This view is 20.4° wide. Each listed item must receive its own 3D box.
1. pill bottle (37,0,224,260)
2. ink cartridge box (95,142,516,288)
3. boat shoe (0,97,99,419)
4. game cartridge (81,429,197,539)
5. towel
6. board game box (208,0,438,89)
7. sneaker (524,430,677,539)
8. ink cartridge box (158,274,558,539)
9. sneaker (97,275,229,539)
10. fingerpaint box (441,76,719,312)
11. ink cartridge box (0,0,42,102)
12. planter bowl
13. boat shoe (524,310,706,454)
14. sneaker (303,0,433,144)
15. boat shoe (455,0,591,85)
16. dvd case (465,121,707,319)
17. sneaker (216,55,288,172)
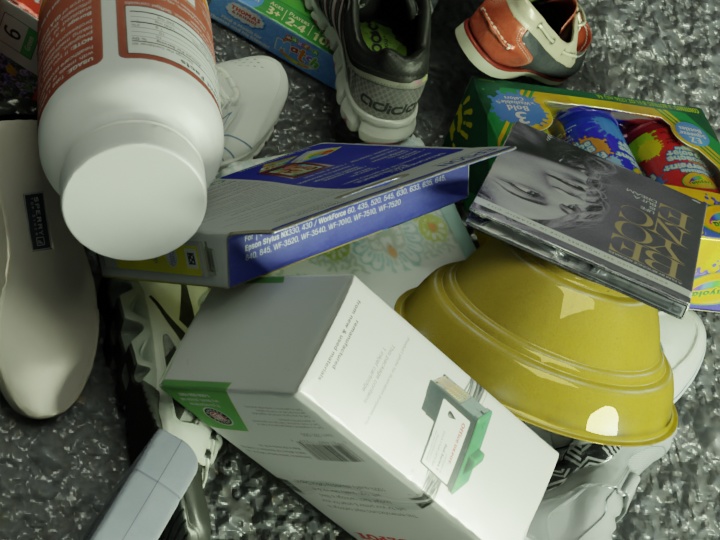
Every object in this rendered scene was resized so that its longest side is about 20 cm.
[{"bbox_3d":[-0.141,-0.101,1.217,0.112,0.113,0.201,11,37,-17],"label":"pill bottle"},{"bbox_3d":[-0.035,-0.036,1.256,0.197,0.199,0.047,-20,108,-35],"label":"ink cartridge box"},{"bbox_3d":[-0.221,-0.005,1.289,0.074,0.093,0.201,-2,87,-30],"label":"boat shoe"},{"bbox_3d":[-0.160,0.189,1.140,0.041,0.133,0.200,31,52,-1],"label":"game cartridge"},{"bbox_3d":[0.000,0.000,1.395,0.170,0.048,0.201,-12,64,-27],"label":"towel"},{"bbox_3d":[-0.012,-0.231,1.547,0.151,0.037,0.201,29,50,-4],"label":"board game box"},{"bbox_3d":[0.153,0.174,1.332,0.199,0.075,0.115,-25,72,-29],"label":"sneaker"},{"bbox_3d":[0.001,0.092,1.216,0.200,0.146,0.085,41,65,-31],"label":"ink cartridge box"},{"bbox_3d":[-0.105,0.087,1.270,0.088,0.074,0.201,-2,60,-23],"label":"sneaker"},{"bbox_3d":[0.180,-0.056,1.467,0.199,0.074,0.167,6,40,-20],"label":"fingerpaint box"},{"bbox_3d":[-0.219,-0.161,1.360,0.050,0.109,0.200,32,52,-1],"label":"ink cartridge box"},{"bbox_3d":[0.128,0.025,1.291,0.199,0.084,0.201,19,21,-7],"label":"planter bowl"},{"bbox_3d":[0.189,0.072,1.417,0.200,0.067,0.074,-34,77,-37],"label":"boat shoe"},{"bbox_3d":[0.010,-0.192,1.449,0.073,0.088,0.201,2,55,-22],"label":"sneaker"},{"bbox_3d":[0.139,-0.186,1.524,0.071,0.063,0.200,55,25,11],"label":"boat shoe"},{"bbox_3d":[0.154,-0.038,1.320,0.148,0.016,0.200,24,24,4],"label":"dvd case"},{"bbox_3d":[-0.120,-0.104,1.382,0.200,0.087,0.075,-33,74,-38],"label":"sneaker"}]
